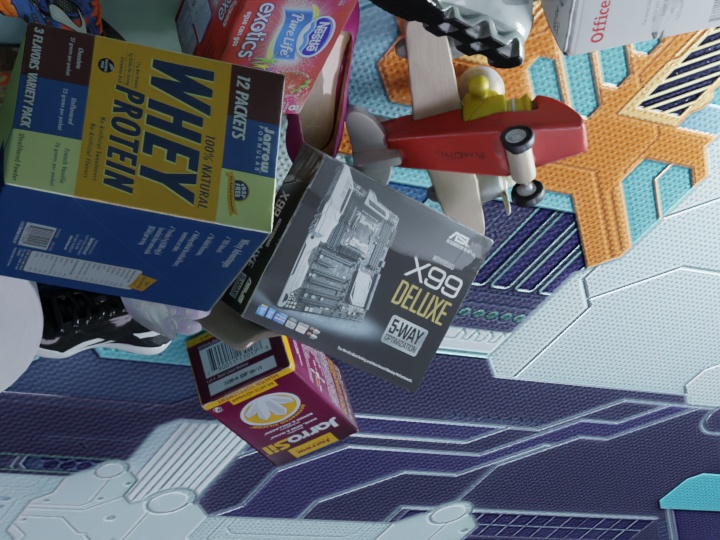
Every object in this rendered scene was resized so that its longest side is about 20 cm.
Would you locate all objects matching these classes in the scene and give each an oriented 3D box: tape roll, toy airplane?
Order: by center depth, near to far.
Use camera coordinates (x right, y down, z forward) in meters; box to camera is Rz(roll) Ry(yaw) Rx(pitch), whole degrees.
[{"bbox_3d":[-0.390,0.034,1.627,0.202,0.071,0.203,-10,130,-12],"label":"tape roll"},{"bbox_3d":[0.084,-0.132,1.629,0.199,0.141,0.200,34,137,-11],"label":"toy airplane"}]

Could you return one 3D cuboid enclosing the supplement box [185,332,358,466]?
[{"bbox_3d":[-0.094,0.128,1.975,0.110,0.086,0.200,-25,148,11],"label":"supplement box"}]

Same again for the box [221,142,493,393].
[{"bbox_3d":[0.000,0.000,1.591,0.200,0.050,0.158,26,94,-32],"label":"box"}]

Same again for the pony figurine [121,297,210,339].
[{"bbox_3d":[-0.223,-0.040,1.595,0.200,0.167,0.193,15,179,-44],"label":"pony figurine"}]

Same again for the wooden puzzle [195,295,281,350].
[{"bbox_3d":[-0.079,0.006,1.698,0.200,0.185,0.046,-13,119,-36],"label":"wooden puzzle"}]

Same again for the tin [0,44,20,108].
[{"bbox_3d":[-0.273,-0.142,1.513,0.200,0.042,0.112,-1,149,-25],"label":"tin"}]

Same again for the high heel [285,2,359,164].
[{"bbox_3d":[-0.032,-0.162,1.542,0.067,0.096,0.200,-3,146,-21],"label":"high heel"}]

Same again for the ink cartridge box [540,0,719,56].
[{"bbox_3d":[0.259,-0.271,1.527,0.200,0.085,0.146,-13,148,-10],"label":"ink cartridge box"}]

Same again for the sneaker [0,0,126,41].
[{"bbox_3d":[-0.227,-0.210,1.398,0.078,0.075,0.200,-28,149,11],"label":"sneaker"}]

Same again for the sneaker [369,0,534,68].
[{"bbox_3d":[0.064,-0.249,1.490,0.200,0.089,0.074,26,166,-33],"label":"sneaker"}]

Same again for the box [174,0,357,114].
[{"bbox_3d":[-0.068,-0.224,1.424,0.095,0.100,0.200,0,144,-26],"label":"box"}]

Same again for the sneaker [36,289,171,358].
[{"bbox_3d":[-0.250,0.026,1.764,0.200,0.073,0.112,1,141,-42],"label":"sneaker"}]

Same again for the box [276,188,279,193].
[{"bbox_3d":[-0.045,-0.031,1.685,0.200,0.158,0.048,-2,110,-25],"label":"box"}]

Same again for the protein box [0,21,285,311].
[{"bbox_3d":[-0.185,-0.074,1.414,0.200,0.135,0.199,10,158,-16],"label":"protein box"}]
